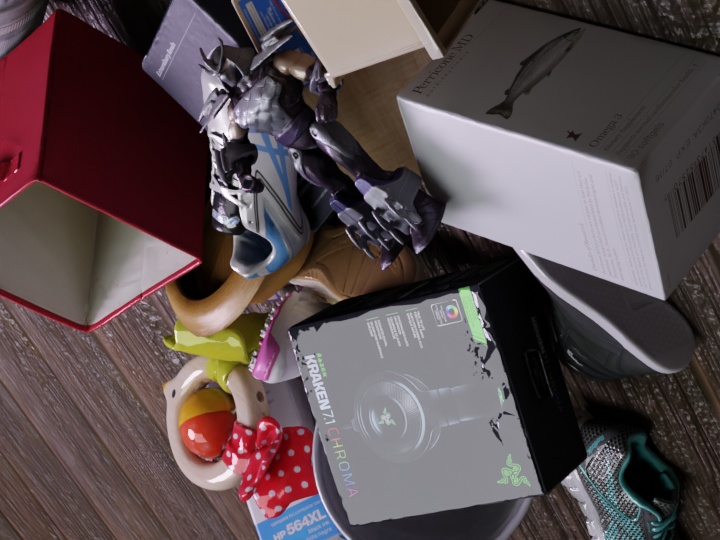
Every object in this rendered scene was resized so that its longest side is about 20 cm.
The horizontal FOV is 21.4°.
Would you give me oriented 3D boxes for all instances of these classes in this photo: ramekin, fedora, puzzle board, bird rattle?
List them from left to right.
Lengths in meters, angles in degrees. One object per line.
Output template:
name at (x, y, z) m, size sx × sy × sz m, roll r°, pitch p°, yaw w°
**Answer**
bird rattle at (-0.117, 0.139, 1.777) m, size 0.163 × 0.112 × 0.202 m, roll -31°, pitch 75°, yaw 42°
fedora at (-0.097, -0.036, 1.668) m, size 0.081 × 0.203 × 0.200 m, roll 16°, pitch 172°, yaw -36°
puzzle board at (0.014, -0.148, 1.346) m, size 0.201 × 0.150 × 0.017 m, roll 62°, pitch 176°, yaw -31°
ramekin at (0.058, 0.161, 1.671) m, size 0.200 × 0.201 × 0.105 m, roll 41°, pitch 176°, yaw 5°

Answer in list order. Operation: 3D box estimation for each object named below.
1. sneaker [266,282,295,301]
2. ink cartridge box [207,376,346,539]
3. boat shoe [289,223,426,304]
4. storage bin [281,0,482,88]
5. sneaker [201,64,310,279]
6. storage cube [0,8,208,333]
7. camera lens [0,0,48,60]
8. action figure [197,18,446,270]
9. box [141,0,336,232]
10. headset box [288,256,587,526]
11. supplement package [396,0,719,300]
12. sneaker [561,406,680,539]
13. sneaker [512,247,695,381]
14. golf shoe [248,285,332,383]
sneaker at (-0.112, 0.004, 1.818) m, size 0.201 × 0.113 × 0.074 m, roll -123°, pitch 28°, yaw -78°
ink cartridge box at (-0.059, 0.196, 1.858) m, size 0.146 × 0.084 × 0.202 m, roll 41°, pitch -154°, yaw -63°
boat shoe at (0.000, 0.000, 1.665) m, size 0.069 × 0.074 × 0.199 m, roll 28°, pitch 174°, yaw -37°
storage bin at (0.003, -0.252, 1.149) m, size 0.093 × 0.199 × 0.201 m, roll -15°, pitch 119°, yaw 40°
sneaker at (-0.086, -0.073, 1.434) m, size 0.071 × 0.072 × 0.201 m, roll 27°, pitch 147°, yaw 34°
storage cube at (-0.248, -0.082, 1.652) m, size 0.199 × 0.181 × 0.170 m, roll 26°, pitch 139°, yaw -36°
camera lens at (-0.350, -0.258, 1.673) m, size 0.160 × 0.160 × 0.200 m, roll 43°, pitch 154°, yaw 1°
action figure at (-0.033, -0.088, 1.302) m, size 0.200 × 0.070 × 0.130 m, roll 41°, pitch 139°, yaw -12°
box at (-0.055, -0.152, 1.473) m, size 0.200 × 0.104 × 0.148 m, roll 45°, pitch 154°, yaw 0°
headset box at (0.068, 0.097, 1.518) m, size 0.198 × 0.093 × 0.176 m, roll -13°, pitch 98°, yaw 32°
supplement package at (0.143, -0.085, 1.276) m, size 0.199 × 0.117 × 0.118 m, roll 20°, pitch 146°, yaw 38°
sneaker at (0.237, 0.204, 1.617) m, size 0.091 × 0.078 × 0.201 m, roll -1°, pitch 131°, yaw 50°
sneaker at (0.155, 0.015, 1.454) m, size 0.200 × 0.071 × 0.099 m, roll 43°, pitch 149°, yaw -8°
golf shoe at (-0.038, 0.063, 1.718) m, size 0.091 × 0.200 × 0.076 m, roll 25°, pitch 109°, yaw 8°
